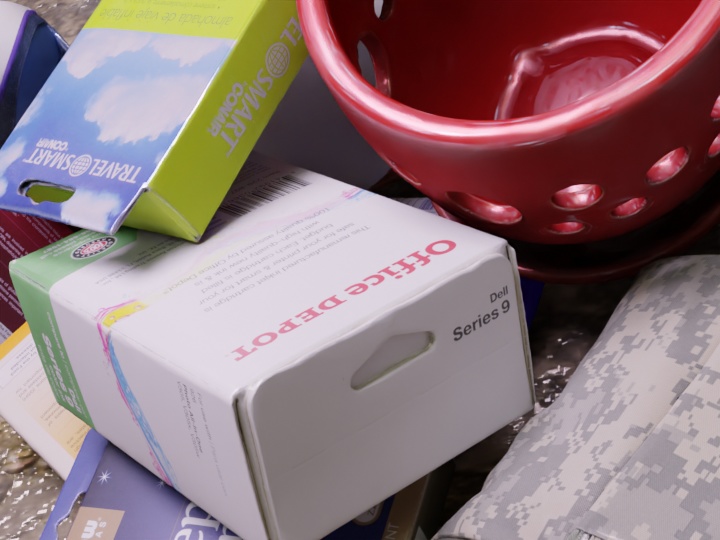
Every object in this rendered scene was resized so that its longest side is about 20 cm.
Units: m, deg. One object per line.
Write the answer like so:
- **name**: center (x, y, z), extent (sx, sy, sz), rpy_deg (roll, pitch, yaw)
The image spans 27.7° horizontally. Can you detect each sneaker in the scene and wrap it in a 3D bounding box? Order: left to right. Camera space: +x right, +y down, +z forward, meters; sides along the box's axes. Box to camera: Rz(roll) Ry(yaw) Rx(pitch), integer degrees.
- **sneaker**: center (-0.133, -0.077, 0.813), extent (0.146, 0.200, 0.081), rpy_deg (15, 75, -2)

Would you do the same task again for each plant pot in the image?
- **plant pot**: center (0.094, -0.104, 0.669), extent (0.200, 0.183, 0.201), rpy_deg (-9, 64, 20)

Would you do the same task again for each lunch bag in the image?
- **lunch bag**: center (0.139, 0.089, 0.612), extent (0.167, 0.140, 0.200), rpy_deg (17, 57, 46)

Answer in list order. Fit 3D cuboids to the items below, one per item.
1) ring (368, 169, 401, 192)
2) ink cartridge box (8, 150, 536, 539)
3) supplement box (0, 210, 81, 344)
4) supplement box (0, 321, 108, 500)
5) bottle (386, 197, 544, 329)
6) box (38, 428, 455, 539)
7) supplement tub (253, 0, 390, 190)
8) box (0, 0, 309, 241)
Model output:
- **ring**: center (0.017, -0.123, 0.911), extent (0.200, 0.019, 0.201), rpy_deg (-26, 44, 28)
- **ink cartridge box**: center (-0.042, 0.027, 0.652), extent (0.145, 0.088, 0.200), rpy_deg (-28, 29, -29)
- **supplement box**: center (-0.228, -0.040, 0.920), extent (0.061, 0.109, 0.200), rpy_deg (-6, 47, 40)
- **supplement box**: center (-0.102, 0.080, 0.781), extent (0.126, 0.074, 0.200), rpy_deg (-43, 48, -14)
- **bottle**: center (0.000, 0.000, 0.810), extent (0.199, 0.065, 0.084), rpy_deg (0, 46, 26)
- **box**: center (-0.067, 0.122, 0.660), extent (0.199, 0.032, 0.121), rpy_deg (2, 54, 26)
- **supplement tub**: center (-0.039, -0.144, 0.842), extent (0.140, 0.141, 0.200), rpy_deg (-18, 40, 11)
- **box**: center (-0.089, -0.095, 0.692), extent (0.122, 0.048, 0.200), rpy_deg (11, 64, 42)
